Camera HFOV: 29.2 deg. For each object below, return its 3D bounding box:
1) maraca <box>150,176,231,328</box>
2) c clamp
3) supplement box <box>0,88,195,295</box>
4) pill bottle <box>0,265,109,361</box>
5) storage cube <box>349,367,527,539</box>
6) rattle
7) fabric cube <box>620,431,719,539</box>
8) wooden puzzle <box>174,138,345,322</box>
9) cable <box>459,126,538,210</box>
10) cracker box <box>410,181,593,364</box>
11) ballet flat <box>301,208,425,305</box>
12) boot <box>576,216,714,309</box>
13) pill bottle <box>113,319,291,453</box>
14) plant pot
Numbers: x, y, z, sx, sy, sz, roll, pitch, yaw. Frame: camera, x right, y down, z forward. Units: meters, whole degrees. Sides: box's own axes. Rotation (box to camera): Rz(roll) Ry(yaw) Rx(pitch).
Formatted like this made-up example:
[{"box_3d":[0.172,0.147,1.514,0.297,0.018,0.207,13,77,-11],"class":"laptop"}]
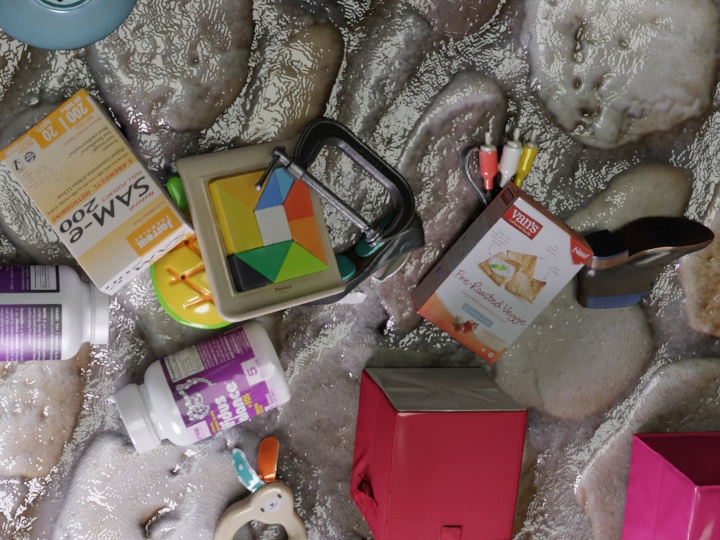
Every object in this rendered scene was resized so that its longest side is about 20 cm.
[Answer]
[{"box_3d":[-0.181,-0.030,1.653,0.137,0.107,0.201,5,89,-15],"class":"maraca"},{"box_3d":[-0.024,-0.098,1.662,0.200,0.171,0.027,35,137,-16],"class":"c clamp"},{"box_3d":[-0.300,-0.088,1.577,0.126,0.074,0.200,-38,85,-3],"class":"supplement box"},{"box_3d":[-0.397,0.050,1.611,0.199,0.112,0.113,0,105,-15],"class":"pill bottle"},{"box_3d":[0.094,0.234,1.761,0.199,0.171,0.180,2,104,-15],"class":"storage cube"},{"box_3d":[-0.123,0.332,1.752,0.130,0.143,0.200,12,109,1],"class":"rattle"},{"box_3d":[0.486,0.347,1.881,0.196,0.200,0.200,2,104,-14],"class":"fabric cube"},{"box_3d":[-0.111,-0.053,1.623,0.185,0.037,0.200,-15,85,-40],"class":"wooden puzzle"},{"box_3d":[0.175,-0.086,1.757,0.097,0.050,0.201,-4,106,-16],"class":"cable"},{"box_3d":[0.179,0.005,1.759,0.134,0.058,0.200,34,106,-21],"class":"cracker box"},{"box_3d":[0.000,0.000,1.729,0.200,0.068,0.068,-33,123,-4],"class":"ballet flat"},{"box_3d":[0.372,-0.010,1.835,0.200,0.075,0.097,-9,129,-17],"class":"boot"},{"box_3d":[-0.194,0.147,1.692,0.200,0.112,0.112,-23,110,-7],"class":"pill bottle"},{"box_3d":[-0.330,-0.335,1.510,0.200,0.135,0.201,-4,106,-13],"class":"plant pot"}]
